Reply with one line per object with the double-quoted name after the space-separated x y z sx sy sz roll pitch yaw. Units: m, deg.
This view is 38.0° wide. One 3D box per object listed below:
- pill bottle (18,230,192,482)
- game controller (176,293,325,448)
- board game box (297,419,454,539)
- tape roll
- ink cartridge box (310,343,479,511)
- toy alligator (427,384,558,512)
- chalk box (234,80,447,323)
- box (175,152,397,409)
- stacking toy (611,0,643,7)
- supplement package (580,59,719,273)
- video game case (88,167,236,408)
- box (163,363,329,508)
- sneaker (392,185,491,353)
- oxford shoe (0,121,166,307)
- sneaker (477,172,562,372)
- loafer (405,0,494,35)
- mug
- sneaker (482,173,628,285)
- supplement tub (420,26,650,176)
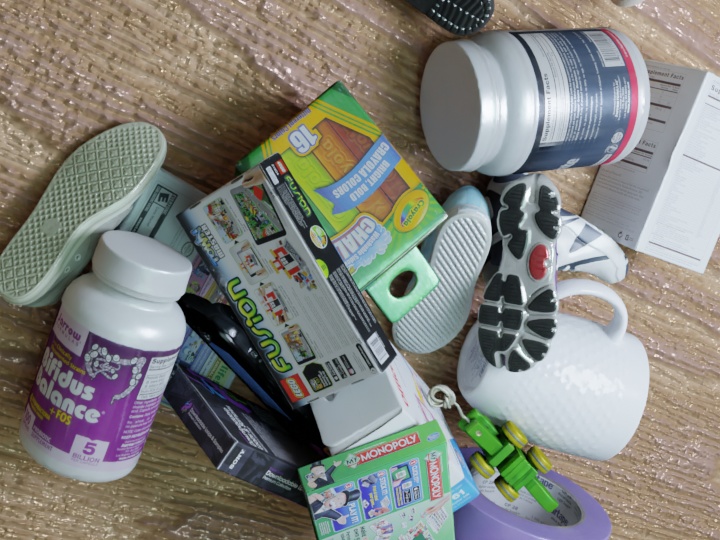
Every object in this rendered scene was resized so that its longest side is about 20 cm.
-0.219 0.073 0.916 0.111 0.112 0.202 14 106 -29 "pill bottle"
-0.102 0.096 0.990 0.042 0.104 0.200 -53 127 -22 "game controller"
0.021 0.230 0.985 0.133 0.029 0.201 -19 137 -10 "board game box"
0.169 0.281 1.154 0.198 0.200 0.086 11 105 -29 "tape roll"
0.026 0.148 1.037 0.084 0.145 0.200 -32 137 8 "ink cartridge box"
0.138 0.179 1.100 0.059 0.054 0.200 -43 106 7 "toy alligator"
-0.009 -0.047 0.961 0.125 0.124 0.200 -41 91 -9 "chalk box"
-0.064 0.012 0.895 0.201 0.109 0.035 60 36 -8 "box"
0.264 -0.382 1.050 0.146 0.146 0.200 -43 101 -7 "stacking toy"
0.349 -0.117 1.166 0.113 0.109 0.202 16 99 -29 "supplement package"
-0.173 0.027 1.007 0.181 0.022 0.201 30 91 -30 "video game case"
-0.090 0.171 1.006 0.036 0.143 0.200 -52 131 1 "box"
0.090 0.000 1.094 0.073 0.082 0.201 22 127 -6 "sneaker"
-0.246 -0.049 0.930 0.201 0.075 0.058 -53 162 -11 "oxford shoe"
0.172 0.003 1.054 0.080 0.083 0.202 13 100 17 "sneaker"
0.041 -0.300 0.986 0.199 0.072 0.073 38 119 -20 "loafer"
0.212 0.096 1.137 0.174 0.148 0.201 17 119 -16 "mug"
0.194 -0.010 1.144 0.198 0.079 0.130 34 91 -30 "sneaker"
0.174 -0.169 1.045 0.198 0.140 0.142 -7 110 -24 "supplement tub"
